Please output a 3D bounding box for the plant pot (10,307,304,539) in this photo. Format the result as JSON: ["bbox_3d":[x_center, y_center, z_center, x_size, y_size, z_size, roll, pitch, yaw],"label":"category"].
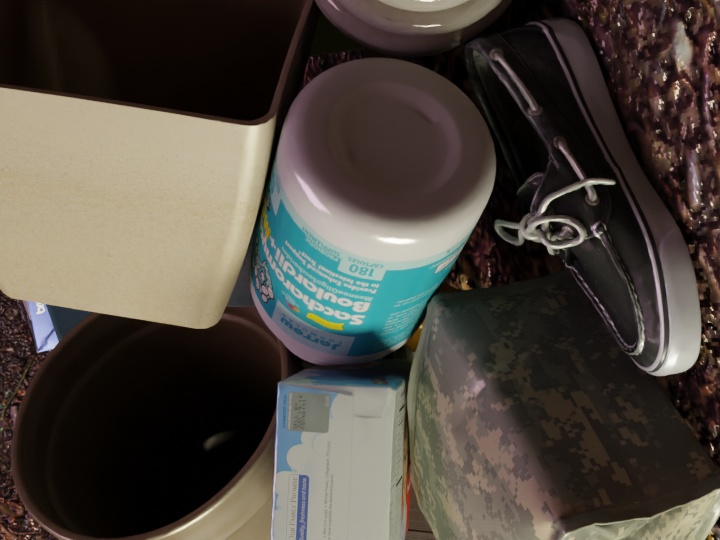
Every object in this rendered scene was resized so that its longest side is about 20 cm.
[{"bbox_3d":[-0.109,0.133,0.901,0.200,0.200,0.174,58,178,41],"label":"plant pot"}]

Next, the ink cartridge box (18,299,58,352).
[{"bbox_3d":[-0.273,-0.016,1.099,0.200,0.044,0.094,-135,37,-61],"label":"ink cartridge box"}]

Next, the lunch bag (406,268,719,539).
[{"bbox_3d":[0.099,0.129,0.738,0.200,0.117,0.164,102,150,-44],"label":"lunch bag"}]

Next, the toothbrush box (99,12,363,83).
[{"bbox_3d":[-0.104,-0.192,0.941,0.146,0.200,0.086,-151,51,-65],"label":"toothbrush box"}]

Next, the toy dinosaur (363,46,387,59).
[{"bbox_3d":[0.015,-0.088,0.835,0.058,0.101,0.201,11,91,58],"label":"toy dinosaur"}]

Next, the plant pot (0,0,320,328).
[{"bbox_3d":[-0.134,-0.081,0.771,0.200,0.199,0.177,-77,-5,-50],"label":"plant pot"}]

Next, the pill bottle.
[{"bbox_3d":[-0.002,-0.018,0.727,0.200,0.111,0.111,111,140,-60],"label":"pill bottle"}]

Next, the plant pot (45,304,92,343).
[{"bbox_3d":[-0.149,0.033,1.014,0.141,0.141,0.200,-82,-11,-56],"label":"plant pot"}]

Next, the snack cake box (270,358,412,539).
[{"bbox_3d":[-0.006,0.116,0.794,0.200,0.067,0.115,5,-93,-84],"label":"snack cake box"}]

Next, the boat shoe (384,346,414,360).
[{"bbox_3d":[0.011,0.016,0.987,0.068,0.075,0.201,-7,90,43],"label":"boat shoe"}]

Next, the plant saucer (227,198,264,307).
[{"bbox_3d":[-0.072,-0.051,0.912,0.201,0.201,0.039,-127,28,-48],"label":"plant saucer"}]

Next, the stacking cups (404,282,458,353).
[{"bbox_3d":[0.000,0.000,0.922,0.200,0.060,0.061,34,137,38],"label":"stacking cups"}]

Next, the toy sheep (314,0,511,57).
[{"bbox_3d":[0.029,-0.181,0.695,0.200,0.138,0.138,88,165,-85],"label":"toy sheep"}]

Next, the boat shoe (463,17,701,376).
[{"bbox_3d":[0.107,-0.036,0.667,0.074,0.068,0.200,135,119,-68],"label":"boat shoe"}]

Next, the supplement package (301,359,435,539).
[{"bbox_3d":[-0.014,0.174,1.028,0.110,0.114,0.200,-54,42,25],"label":"supplement package"}]
